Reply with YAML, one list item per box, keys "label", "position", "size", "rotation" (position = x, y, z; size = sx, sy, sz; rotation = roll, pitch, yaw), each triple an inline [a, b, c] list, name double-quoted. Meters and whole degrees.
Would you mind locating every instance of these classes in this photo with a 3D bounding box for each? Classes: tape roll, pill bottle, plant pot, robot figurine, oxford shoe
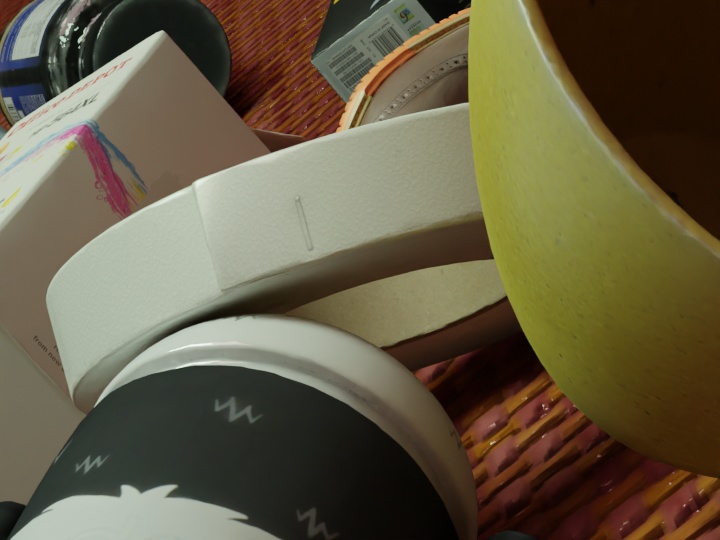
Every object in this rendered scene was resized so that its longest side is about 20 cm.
- label: "tape roll"
  position: [0.000, 0.000, 0.778]
  size: [0.202, 0.037, 0.203]
  rotation: [-15, -14, -4]
- label: "pill bottle"
  position: [-0.150, -0.123, 1.501]
  size: [0.112, 0.112, 0.200]
  rotation: [-45, 17, -14]
- label: "plant pot"
  position: [0.107, -0.028, 0.593]
  size: [0.200, 0.200, 0.142]
  rotation: [-52, -6, -35]
- label: "robot figurine"
  position: [-0.040, 0.100, 0.664]
  size: [0.125, 0.150, 0.200]
  rotation: [-52, 7, 38]
- label: "oxford shoe"
  position: [0.022, -0.027, 0.978]
  size: [0.073, 0.071, 0.200]
  rotation: [12, 57, 46]

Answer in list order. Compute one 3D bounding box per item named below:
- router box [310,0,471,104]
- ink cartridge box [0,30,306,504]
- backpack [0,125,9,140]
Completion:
- label: "router box"
  position: [0.073, -0.168, 1.220]
  size: [0.200, 0.052, 0.157]
  rotation: [-35, 17, 20]
- label: "ink cartridge box"
  position: [-0.118, 0.003, 1.079]
  size: [0.128, 0.125, 0.200]
  rotation: [-24, 24, 45]
- label: "backpack"
  position: [-0.229, -0.007, 1.242]
  size: [0.200, 0.191, 0.154]
  rotation: [-43, 0, -6]
